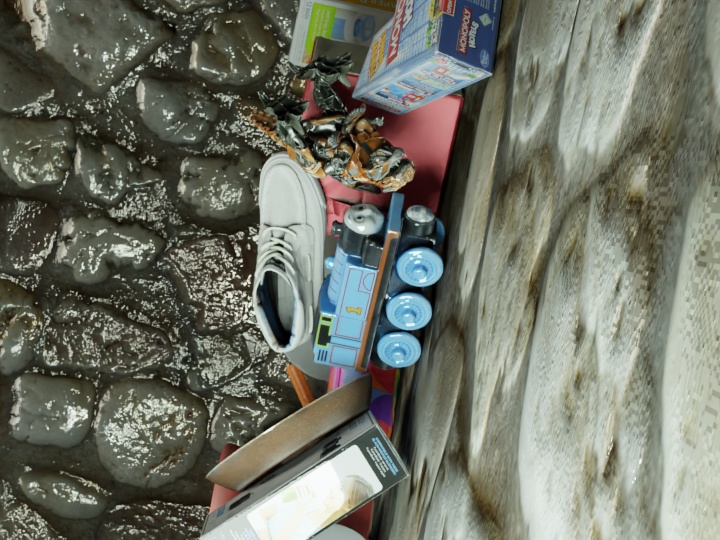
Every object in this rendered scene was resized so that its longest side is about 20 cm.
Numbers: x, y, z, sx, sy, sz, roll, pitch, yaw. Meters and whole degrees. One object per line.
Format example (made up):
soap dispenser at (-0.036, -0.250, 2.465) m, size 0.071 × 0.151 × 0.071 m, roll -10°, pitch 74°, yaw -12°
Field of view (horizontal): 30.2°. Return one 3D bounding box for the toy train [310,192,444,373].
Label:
toy train at (0.017, 0.016, 1.332) m, size 0.087 × 0.113 × 0.201 m, roll -84°, pitch 5°, yaw -52°

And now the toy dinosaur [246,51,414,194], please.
toy dinosaur at (-0.040, -0.131, 1.327) m, size 0.136 × 0.198 × 0.103 m, roll 66°, pitch -146°, yaw -42°

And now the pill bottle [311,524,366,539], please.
pill bottle at (-0.047, 0.363, 1.352) m, size 0.112 × 0.111 × 0.202 m, roll -86°, pitch 7°, yaw -66°

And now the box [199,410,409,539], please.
box at (-0.054, 0.218, 1.290) m, size 0.060 × 0.199 × 0.117 m, roll 58°, pitch 179°, yaw -2°

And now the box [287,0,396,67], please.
box at (0.015, -0.323, 1.756) m, size 0.102 × 0.198 × 0.113 m, roll -83°, pitch 7°, yaw -47°

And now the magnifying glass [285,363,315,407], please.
magnifying glass at (-0.046, 0.211, 1.701) m, size 0.201 × 0.022 × 0.080 m, roll 64°, pitch 174°, yaw 4°

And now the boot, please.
boot at (-0.075, -0.018, 1.377) m, size 0.096 × 0.073 × 0.202 m, roll -44°, pitch -53°, yaw -72°

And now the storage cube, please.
storage cube at (0.010, -0.144, 1.482) m, size 0.200 × 0.169 × 0.181 m, roll -87°, pitch 9°, yaw -69°

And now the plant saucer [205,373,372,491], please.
plant saucer at (-0.065, 0.172, 1.369) m, size 0.035 × 0.199 × 0.200 m, roll 58°, pitch 168°, yaw 9°

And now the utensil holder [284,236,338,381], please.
utensil holder at (-0.033, 0.045, 1.737) m, size 0.200 × 0.168 × 0.172 m, roll -114°, pitch 35°, yaw -80°

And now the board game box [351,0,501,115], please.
board game box at (0.065, -0.243, 1.294) m, size 0.200 × 0.061 × 0.202 m, roll -35°, pitch 42°, yaw 58°

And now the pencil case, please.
pencil case at (0.001, 0.137, 1.506) m, size 0.089 × 0.088 × 0.202 m, roll 106°, pitch 173°, yaw -63°

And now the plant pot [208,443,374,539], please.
plant pot at (-0.080, 0.304, 1.484) m, size 0.200 × 0.176 × 0.202 m, roll -172°, pitch 90°, yaw -90°
